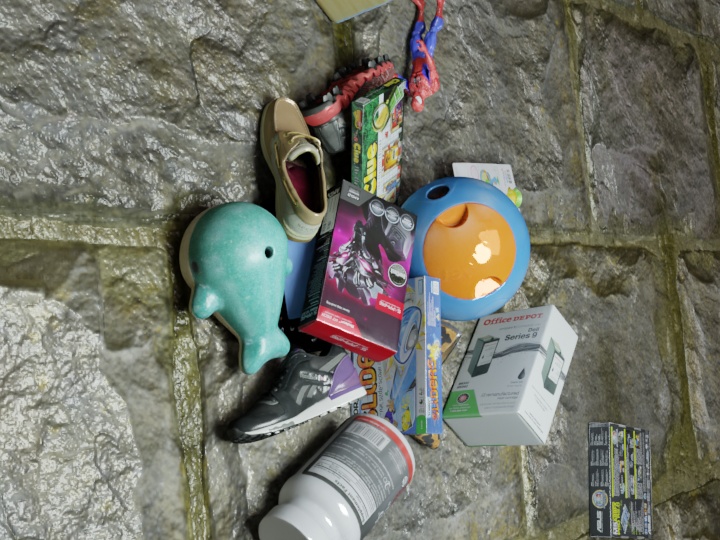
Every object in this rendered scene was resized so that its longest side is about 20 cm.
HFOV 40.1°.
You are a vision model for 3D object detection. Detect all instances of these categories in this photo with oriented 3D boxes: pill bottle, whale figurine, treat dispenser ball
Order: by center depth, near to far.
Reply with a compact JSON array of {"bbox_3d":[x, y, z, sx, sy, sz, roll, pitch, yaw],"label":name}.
[{"bbox_3d":[-0.127,0.018,1.150,0.159,0.103,0.202,-26,103,-44],"label":"whale figurine"},{"bbox_3d":[-0.028,0.275,1.203,0.200,0.115,0.117,-40,112,-43],"label":"pill bottle"},{"bbox_3d":[0.137,-0.030,1.384,0.200,0.200,0.203,12,74,-46],"label":"treat dispenser ball"}]

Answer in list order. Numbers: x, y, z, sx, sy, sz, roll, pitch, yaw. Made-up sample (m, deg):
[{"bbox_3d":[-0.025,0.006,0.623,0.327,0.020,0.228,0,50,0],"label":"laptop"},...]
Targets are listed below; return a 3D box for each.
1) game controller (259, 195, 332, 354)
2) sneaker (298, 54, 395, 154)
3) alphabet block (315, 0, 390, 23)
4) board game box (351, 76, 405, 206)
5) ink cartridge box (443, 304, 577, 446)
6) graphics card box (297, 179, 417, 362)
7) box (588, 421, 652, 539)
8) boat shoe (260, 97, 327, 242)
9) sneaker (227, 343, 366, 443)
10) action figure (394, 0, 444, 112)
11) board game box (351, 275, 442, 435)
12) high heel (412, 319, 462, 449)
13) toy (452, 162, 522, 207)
[{"bbox_3d":[-0.079,0.005,1.254,0.104,0.042,0.202,-6,86,-48],"label":"game controller"},{"bbox_3d":[-0.006,-0.227,1.360,0.201,0.070,0.099,-48,121,-43],"label":"sneaker"},{"bbox_3d":[0.005,-0.491,1.331,0.200,0.195,0.196,48,49,-30],"label":"alphabet block"},{"bbox_3d":[0.023,-0.152,1.345,0.105,0.023,0.202,-37,139,-42],"label":"board game box"},{"bbox_3d":[0.227,0.159,1.488,0.084,0.145,0.201,48,50,-29],"label":"ink cartridge box"},{"bbox_3d":[0.000,0.000,1.254,0.125,0.051,0.202,24,61,-26],"label":"graphics card box"},{"bbox_3d":[0.475,0.384,1.796,0.159,0.044,0.202,16,71,-45],"label":"box"},{"bbox_3d":[-0.076,-0.137,1.237,0.073,0.066,0.202,1,65,-33],"label":"boat shoe"},{"bbox_3d":[-0.088,0.146,1.198,0.199,0.075,0.088,-17,83,-42],"label":"sneaker"},{"bbox_3d":[0.080,-0.340,1.483,0.099,0.065,0.202,26,62,-52],"label":"action figure"},{"bbox_3d":[0.046,0.116,1.302,0.034,0.135,0.202,11,73,-45],"label":"board game box"},{"bbox_3d":[0.105,0.161,1.352,0.071,0.142,0.201,-39,111,-45],"label":"high heel"},{"bbox_3d":[0.194,-0.110,1.578,0.199,0.047,0.116,-8,85,-52],"label":"toy"}]
